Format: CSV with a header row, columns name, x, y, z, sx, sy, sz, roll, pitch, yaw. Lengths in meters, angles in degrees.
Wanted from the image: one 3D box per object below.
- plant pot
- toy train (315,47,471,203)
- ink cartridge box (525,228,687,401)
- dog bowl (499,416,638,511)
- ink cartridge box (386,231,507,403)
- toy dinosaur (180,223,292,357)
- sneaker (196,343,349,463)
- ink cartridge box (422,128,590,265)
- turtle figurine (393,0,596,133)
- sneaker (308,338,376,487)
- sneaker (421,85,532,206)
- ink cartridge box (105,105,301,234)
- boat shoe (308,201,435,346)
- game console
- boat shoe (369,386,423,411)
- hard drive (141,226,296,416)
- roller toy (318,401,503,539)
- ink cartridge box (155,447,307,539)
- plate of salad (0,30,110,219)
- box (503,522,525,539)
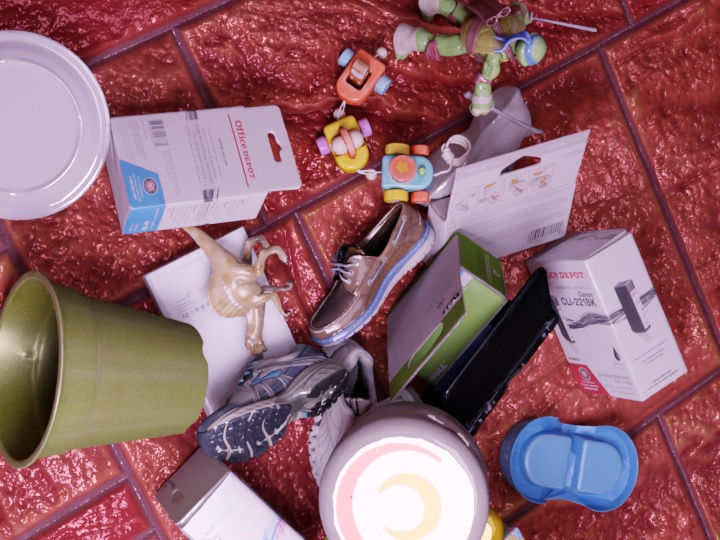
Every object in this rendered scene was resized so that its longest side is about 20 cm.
name,x,y,z,sx,sy,sz,roll,pitch,yaw
plant pot,-0.271,0.109,1.299,0.189,0.199,0.202,7,87,-37
toy train,0.031,-0.173,1.455,0.200,0.056,0.151,40,86,5
ink cartridge box,0.314,0.055,1.564,0.083,0.144,0.202,-28,101,-21
dog bowl,0.270,0.251,1.598,0.198,0.049,0.113,11,86,-24
ink cartridge box,0.100,0.069,1.414,0.075,0.201,0.148,32,114,-15
toy dinosaur,-0.136,0.003,1.384,0.101,0.058,0.201,-34,103,-19
sneaker,-0.111,0.146,1.376,0.199,0.086,0.078,-24,139,-37
ink cartridge box,0.178,-0.093,1.505,0.198,0.045,0.177,-17,137,-24
turtle figurine,0.152,-0.264,1.491,0.199,0.193,0.145,-7,117,-57
sneaker,-0.016,0.184,1.454,0.074,0.081,0.202,-1,92,-26
sneaker,0.152,-0.137,1.538,0.200,0.075,0.089,-46,124,-16
ink cartridge box,-0.178,-0.115,1.366,0.198,0.067,0.117,-8,68,-24
boat shoe,0.000,0.000,1.454,0.200,0.072,0.072,-49,123,-13
game console,0.138,0.091,1.461,0.200,0.175,0.117,-50,119,-15
boat shoe,0.043,0.232,1.456,0.064,0.074,0.204,-15,127,-21
hard drive,-0.154,0.068,1.421,0.131,0.027,0.202,-28,100,-22
roller toy,0.052,0.240,1.331,0.198,0.140,0.185,-6,93,6
ink cartridge box,-0.123,0.302,1.367,0.084,0.145,0.200,-47,107,-11
plate of salad,-0.369,-0.156,1.309,0.198,0.048,0.202,-1,102,-7
box,0.146,0.398,1.461,0.122,0.200,0.193,-38,104,-18
